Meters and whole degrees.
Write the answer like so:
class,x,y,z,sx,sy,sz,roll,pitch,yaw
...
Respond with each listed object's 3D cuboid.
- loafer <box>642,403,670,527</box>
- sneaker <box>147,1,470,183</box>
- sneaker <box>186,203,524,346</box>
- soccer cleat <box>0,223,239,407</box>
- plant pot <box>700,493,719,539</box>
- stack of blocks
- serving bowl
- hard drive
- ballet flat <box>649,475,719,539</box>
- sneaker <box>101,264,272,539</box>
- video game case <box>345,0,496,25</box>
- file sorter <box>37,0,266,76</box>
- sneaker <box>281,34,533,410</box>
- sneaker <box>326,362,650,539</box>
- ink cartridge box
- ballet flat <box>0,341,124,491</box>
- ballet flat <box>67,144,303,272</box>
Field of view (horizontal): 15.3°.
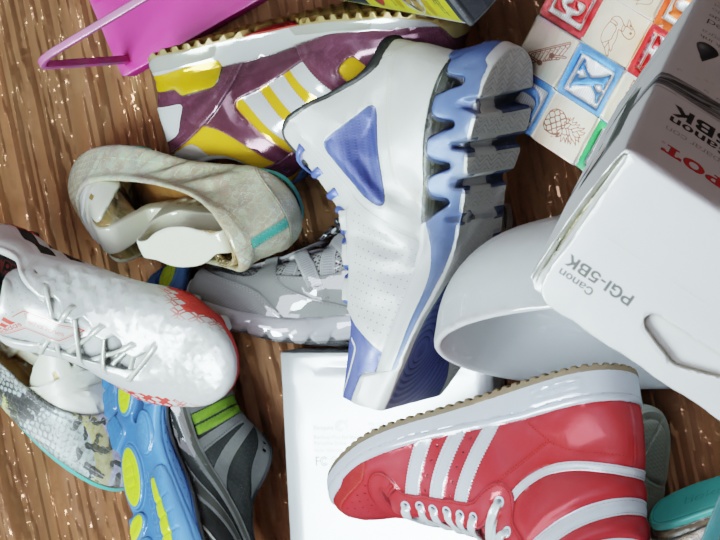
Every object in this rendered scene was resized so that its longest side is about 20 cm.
class,x,y,z,sx,sy,sz,roll,pitch,yaw
loafer,0.117,0.165,1.442,0.063,0.072,0.201,16,97,40
sneaker,-0.022,-0.097,1.477,0.199,0.075,0.091,-7,101,33
sneaker,0.000,0.000,1.480,0.199,0.075,0.083,-1,87,16
soccer cleat,-0.156,0.026,1.470,0.199,0.085,0.069,26,108,30
plant pot,0.249,0.218,1.320,0.199,0.142,0.142,18,125,3
stack of blocks,0.166,-0.141,1.381,0.115,0.058,0.201,34,109,18
serving bowl,0.136,0.009,1.346,0.199,0.200,0.066,-5,75,26
hard drive,0.022,0.144,1.501,0.131,0.026,0.202,-1,96,26
ballet flat,0.245,0.120,1.378,0.199,0.068,0.067,-23,105,32
sneaker,-0.095,0.093,1.532,0.071,0.082,0.201,-27,68,47
video game case,-0.035,-0.211,1.359,0.026,0.180,0.200,-46,117,-12
file sorter,-0.143,-0.226,1.486,0.138,0.125,0.201,-26,84,25
sneaker,0.014,-0.036,1.404,0.115,0.080,0.201,20,102,29
sneaker,0.066,0.129,1.401,0.199,0.071,0.113,-23,65,35
ink cartridge box,0.174,-0.025,1.200,0.146,0.200,0.083,33,120,-1
ballet flat,-0.193,0.045,1.567,0.200,0.072,0.072,43,112,17
ballet flat,-0.115,-0.032,1.491,0.199,0.062,0.068,2,125,48
